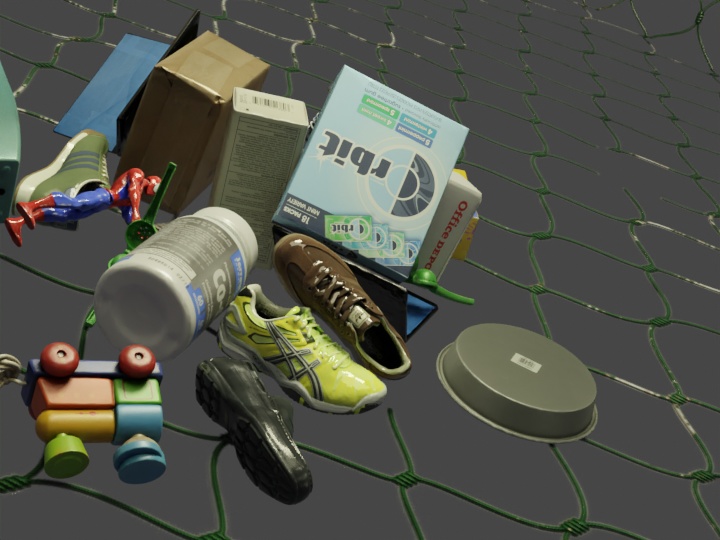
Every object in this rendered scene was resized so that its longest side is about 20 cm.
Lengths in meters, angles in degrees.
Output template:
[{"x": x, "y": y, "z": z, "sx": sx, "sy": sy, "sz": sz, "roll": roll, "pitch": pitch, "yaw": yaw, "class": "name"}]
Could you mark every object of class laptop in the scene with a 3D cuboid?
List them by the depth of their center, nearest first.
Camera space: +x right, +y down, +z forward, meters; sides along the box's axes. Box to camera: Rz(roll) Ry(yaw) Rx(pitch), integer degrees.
[{"x": 0.000, "y": 0.000, "z": 1.347, "sx": 0.176, "sy": 0.200, "sz": 0.104, "roll": 25, "pitch": 64, "yaw": 15, "class": "laptop"}, {"x": -0.316, "y": -0.264, "z": 1.499, "sx": 0.115, "sy": 0.200, "sz": 0.188, "roll": 32, "pitch": 71, "yaw": -2, "class": "laptop"}]

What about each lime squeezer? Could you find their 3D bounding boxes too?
[{"x": -0.249, "y": -0.020, "z": 1.233, "sx": 0.038, "sy": 0.201, "sz": 0.071, "roll": 31, "pitch": -17, "yaw": -20, "class": "lime squeezer"}, {"x": 0.075, "y": -0.009, "z": 1.390, "sx": 0.038, "sy": 0.201, "sz": 0.071, "roll": -12, "pitch": 35, "yaw": 36, "class": "lime squeezer"}]

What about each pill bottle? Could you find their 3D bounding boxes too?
[{"x": -0.191, "y": 0.008, "z": 1.206, "sx": 0.113, "sy": 0.114, "sz": 0.200, "roll": 22, "pitch": 28, "yaw": 9, "class": "pill bottle"}]

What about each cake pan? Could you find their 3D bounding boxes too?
[{"x": 0.187, "y": 0.124, "z": 1.304, "sx": 0.199, "sy": 0.037, "sz": 0.201, "roll": 14, "pitch": 27, "yaw": -7, "class": "cake pan"}]

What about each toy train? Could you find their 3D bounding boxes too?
[{"x": -0.269, "y": 0.131, "z": 0.980, "sx": 0.199, "sy": 0.085, "sz": 0.116, "roll": 4, "pitch": 44, "yaw": -26, "class": "toy train"}]

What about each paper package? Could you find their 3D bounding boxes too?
[{"x": -0.222, "y": -0.196, "z": 1.479, "sx": 0.103, "sy": 0.191, "sz": 0.200, "roll": 28, "pitch": 28, "yaw": 0, "class": "paper package"}]

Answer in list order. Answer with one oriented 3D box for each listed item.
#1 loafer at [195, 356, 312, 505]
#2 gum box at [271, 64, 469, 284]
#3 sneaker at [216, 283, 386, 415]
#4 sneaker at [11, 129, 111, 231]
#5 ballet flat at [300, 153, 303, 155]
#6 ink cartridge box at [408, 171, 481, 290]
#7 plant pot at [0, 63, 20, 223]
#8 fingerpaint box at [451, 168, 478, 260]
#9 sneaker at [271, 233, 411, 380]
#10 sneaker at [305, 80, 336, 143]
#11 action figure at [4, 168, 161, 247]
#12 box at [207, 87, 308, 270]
[{"x": -0.092, "y": 0.144, "z": 1.063, "sx": 0.070, "sy": 0.069, "sz": 0.201, "roll": -11, "pitch": 34, "yaw": -29, "class": "loafer"}, {"x": 0.013, "y": -0.112, "z": 1.308, "sx": 0.169, "sy": 0.201, "sz": 0.045, "roll": 26, "pitch": -14, "yaw": -8, "class": "gum box"}, {"x": -0.061, "y": 0.085, "z": 1.183, "sx": 0.199, "sy": 0.077, "sz": 0.075, "roll": 25, "pitch": 26, "yaw": 12, "class": "sneaker"}, {"x": -0.341, "y": -0.105, "z": 1.381, "sx": 0.089, "sy": 0.067, "sz": 0.200, "roll": 22, "pitch": 33, "yaw": 6, "class": "sneaker"}, {"x": -0.077, "y": -0.120, "z": 1.577, "sx": 0.068, "sy": 0.069, "sz": 0.200, "roll": 4, "pitch": 19, "yaw": -6, "class": "ballet flat"}, {"x": 0.031, "y": -0.083, "z": 1.426, "sx": 0.199, "sy": 0.147, "sz": 0.084, "roll": 23, "pitch": 14, "yaw": -25, "class": "ink cartridge box"}, {"x": -0.476, "y": -0.148, "z": 1.303, "sx": 0.141, "sy": 0.142, "sz": 0.200, "roll": -3, "pitch": 40, "yaw": -35, "class": "plant pot"}, {"x": 0.055, "y": -0.098, "z": 1.597, "sx": 0.198, "sy": 0.074, "sz": 0.167, "roll": 11, "pitch": 27, "yaw": -9, "class": "fingerpaint box"}, {"x": -0.011, "y": 0.037, "z": 1.204, "sx": 0.200, "sy": 0.070, "sz": 0.075, "roll": 47, "pitch": -15, "yaw": -15, "class": "sneaker"}, {"x": -0.030, "y": -0.183, "z": 1.480, "sx": 0.085, "sy": 0.200, "sz": 0.077, "roll": -23, "pitch": 70, "yaw": -3, "class": "sneaker"}, {"x": -0.294, "y": -0.056, "z": 1.284, "sx": 0.199, "sy": 0.065, "sz": 0.099, "roll": -28, "pitch": 85, "yaw": -45, "class": "action figure"}, {"x": -0.131, "y": -0.109, "z": 1.364, "sx": 0.094, "sy": 0.201, "sz": 0.078, "roll": 11, "pitch": 27, "yaw": -13, "class": "box"}]
